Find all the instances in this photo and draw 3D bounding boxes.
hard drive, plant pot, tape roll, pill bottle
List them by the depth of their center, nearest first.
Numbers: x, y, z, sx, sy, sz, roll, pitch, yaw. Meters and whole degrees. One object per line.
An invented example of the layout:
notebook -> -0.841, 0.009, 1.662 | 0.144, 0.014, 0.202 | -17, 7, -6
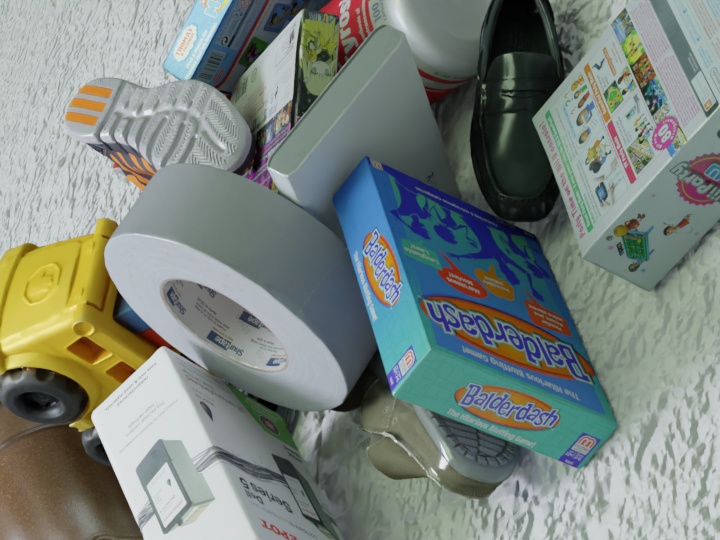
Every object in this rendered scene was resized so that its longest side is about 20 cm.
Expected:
tape roll -> -0.079, 0.014, 1.371 | 0.200, 0.200, 0.066 | -9, 43, 58
hard drive -> 0.008, -0.061, 1.373 | 0.026, 0.200, 0.132 | 28, 70, 29
pill bottle -> 0.021, -0.173, 1.527 | 0.200, 0.112, 0.113 | -29, 46, 53
plant pot -> -0.242, 0.230, 1.638 | 0.201, 0.200, 0.198 | -59, 38, 15

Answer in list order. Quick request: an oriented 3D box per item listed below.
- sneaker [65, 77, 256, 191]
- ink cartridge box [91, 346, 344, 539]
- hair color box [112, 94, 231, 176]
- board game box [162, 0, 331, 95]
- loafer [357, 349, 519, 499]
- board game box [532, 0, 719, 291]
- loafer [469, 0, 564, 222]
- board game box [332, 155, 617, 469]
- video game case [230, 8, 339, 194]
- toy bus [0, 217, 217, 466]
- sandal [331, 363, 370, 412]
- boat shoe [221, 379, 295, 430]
sneaker -> -0.135, -0.096, 1.554 | 0.199, 0.112, 0.078 | 21, 76, 42
ink cartridge box -> -0.092, 0.171, 1.403 | 0.084, 0.145, 0.200 | -42, 47, 11
hair color box -> -0.126, -0.102, 1.734 | 0.200, 0.111, 0.064 | 0, 70, 60
board game box -> -0.065, -0.213, 1.632 | 0.037, 0.200, 0.152 | 35, 103, 27
loafer -> 0.048, 0.116, 1.335 | 0.200, 0.075, 0.070 | -133, 63, -69
board game box -> 0.204, -0.111, 1.225 | 0.200, 0.064, 0.148 | -49, 33, 28
loafer -> 0.110, -0.124, 1.375 | 0.071, 0.068, 0.201 | 84, -173, -54
board game box -> 0.071, 0.025, 1.266 | 0.045, 0.152, 0.200 | -51, 33, 26
video game case -> -0.065, -0.082, 1.495 | 0.200, 0.036, 0.182 | 147, 129, -68
toy bus -> -0.170, 0.050, 1.539 | 0.191, 0.200, 0.136 | -23, 44, 35
sandal -> -0.005, -0.002, 1.497 | 0.070, 0.077, 0.213 | 19, 93, 66
boat shoe -> -0.096, 0.153, 1.555 | 0.068, 0.072, 0.201 | -7, 58, 60
